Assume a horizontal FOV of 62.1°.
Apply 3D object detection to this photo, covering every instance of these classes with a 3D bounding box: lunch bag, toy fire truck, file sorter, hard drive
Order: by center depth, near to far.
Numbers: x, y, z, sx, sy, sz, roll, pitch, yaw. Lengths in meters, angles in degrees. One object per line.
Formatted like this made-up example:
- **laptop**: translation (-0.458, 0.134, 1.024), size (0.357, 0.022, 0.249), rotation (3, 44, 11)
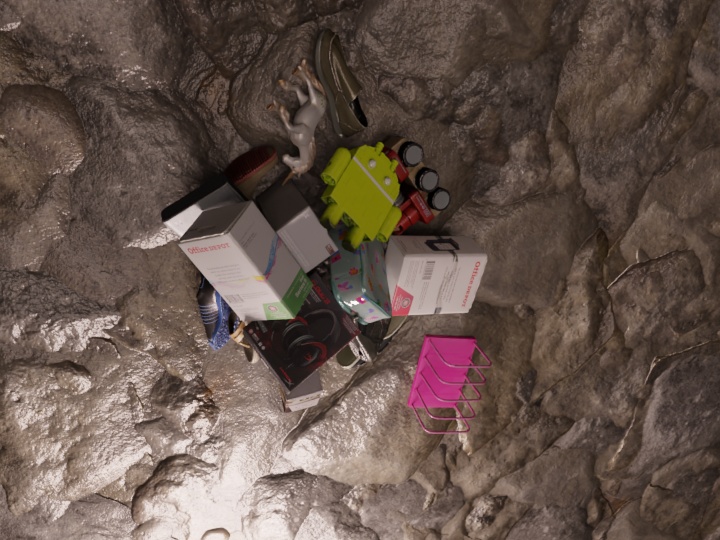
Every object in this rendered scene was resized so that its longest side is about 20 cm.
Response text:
- **hard drive**: translation (-0.258, -0.083, 1.128), size (0.138, 0.033, 0.200), rotation (-29, 146, 7)
- **lunch bag**: translation (0.000, 0.000, 1.158), size (0.076, 0.204, 0.161), rotation (-15, 150, 17)
- **toy fire truck**: translation (0.052, -0.147, 1.209), size (0.200, 0.128, 0.177), rotation (-42, 120, -6)
- **file sorter**: translation (0.217, 0.278, 1.446), size (0.136, 0.126, 0.204), rotation (4, 114, -19)

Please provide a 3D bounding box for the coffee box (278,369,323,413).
- **coffee box**: translation (-0.134, 0.225, 1.261), size (0.078, 0.115, 0.201), rotation (-12, 161, -12)

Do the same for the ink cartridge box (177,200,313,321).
- **ink cartridge box**: translation (-0.198, -0.011, 1.039), size (0.201, 0.143, 0.088), rotation (54, 48, -31)

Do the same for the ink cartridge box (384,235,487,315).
- **ink cartridge box**: translation (0.148, 0.009, 1.251), size (0.196, 0.085, 0.147), rotation (-1, 123, -23)

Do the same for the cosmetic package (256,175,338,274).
- **cosmetic package**: translation (-0.122, -0.091, 1.123), size (0.089, 0.201, 0.108), rotation (-34, 119, 1)

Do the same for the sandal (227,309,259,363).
- **sandal**: translation (-0.241, 0.104, 1.196), size (0.053, 0.081, 0.203), rotation (-18, 133, -20)

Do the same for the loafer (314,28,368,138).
- **loafer**: translation (-0.027, -0.342, 1.096), size (0.068, 0.076, 0.203), rotation (3, 132, 25)

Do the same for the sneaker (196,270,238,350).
- **sneaker**: translation (-0.299, 0.074, 1.230), size (0.070, 0.077, 0.203), rotation (-34, 150, -44)

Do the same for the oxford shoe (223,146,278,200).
- **oxford shoe**: translation (-0.229, -0.159, 1.142), size (0.198, 0.071, 0.075), rotation (-35, 133, 9)

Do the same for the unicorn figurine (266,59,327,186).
- **unicorn figurine**: translation (-0.111, -0.269, 1.088), size (0.137, 0.073, 0.202), rotation (42, 75, -44)

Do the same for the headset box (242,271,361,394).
- **headset box**: translation (-0.106, 0.113, 1.151), size (0.199, 0.075, 0.150), rotation (-37, 86, -19)

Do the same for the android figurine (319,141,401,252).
- **android figurine**: translation (0.006, -0.139, 1.073), size (0.182, 0.041, 0.202), rotation (46, 63, -29)

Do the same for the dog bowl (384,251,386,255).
- **dog bowl**: translation (0.093, 0.003, 1.321), size (0.196, 0.050, 0.114), rotation (-14, 118, -9)

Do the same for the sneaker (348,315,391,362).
- **sneaker**: translation (0.004, 0.088, 1.265), size (0.115, 0.075, 0.201), rotation (-52, 131, -31)

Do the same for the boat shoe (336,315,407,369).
- **boat shoe**: translation (0.034, 0.155, 1.368), size (0.199, 0.074, 0.066), rotation (-46, 148, -2)
